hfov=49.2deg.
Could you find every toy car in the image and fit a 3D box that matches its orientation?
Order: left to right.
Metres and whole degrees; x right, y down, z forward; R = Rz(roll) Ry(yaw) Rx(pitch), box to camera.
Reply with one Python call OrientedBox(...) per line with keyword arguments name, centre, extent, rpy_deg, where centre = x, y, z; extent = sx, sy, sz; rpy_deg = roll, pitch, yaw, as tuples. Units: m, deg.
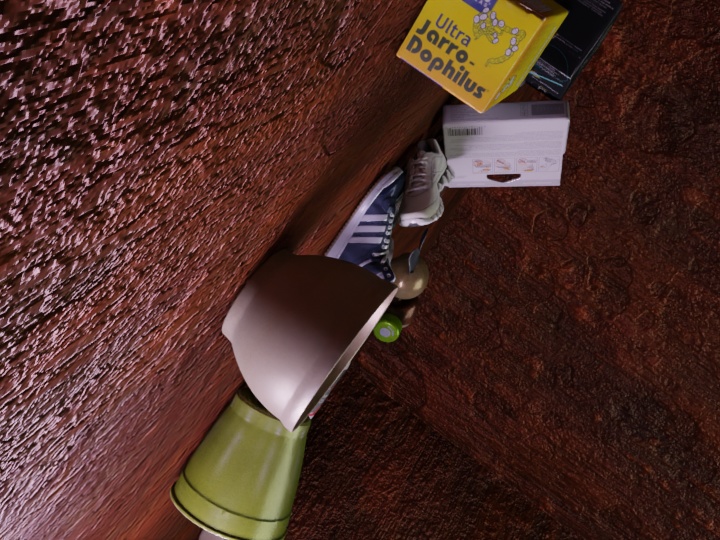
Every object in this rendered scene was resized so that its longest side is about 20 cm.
OrientedBox(name="toy car", centre=(0.069, 0.008, 1.544), extent=(0.200, 0.158, 0.164), rpy_deg=(-59, -179, 37))

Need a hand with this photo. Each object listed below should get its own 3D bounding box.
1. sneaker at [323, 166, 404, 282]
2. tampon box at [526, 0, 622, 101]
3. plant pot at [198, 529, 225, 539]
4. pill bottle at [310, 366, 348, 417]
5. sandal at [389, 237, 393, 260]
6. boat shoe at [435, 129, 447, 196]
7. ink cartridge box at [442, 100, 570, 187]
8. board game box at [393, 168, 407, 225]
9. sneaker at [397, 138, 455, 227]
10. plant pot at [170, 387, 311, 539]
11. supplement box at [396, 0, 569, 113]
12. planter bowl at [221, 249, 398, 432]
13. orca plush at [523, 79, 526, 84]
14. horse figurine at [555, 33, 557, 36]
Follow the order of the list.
OrientedBox(name="sneaker", centre=(0.031, -0.048, 1.167), extent=(0.200, 0.108, 0.070), rpy_deg=(-55, 175, 4))
OrientedBox(name="tampon box", centre=(0.284, -0.361, 1.189), extent=(0.126, 0.150, 0.200), rpy_deg=(-54, 174, 6))
OrientedBox(name="plant pot", centre=(-0.387, 0.822, 2.458), extent=(0.177, 0.200, 0.200), rpy_deg=(-45, -179, 39))
OrientedBox(name="pill bottle", centre=(-0.089, 0.188, 1.552), extent=(0.200, 0.111, 0.111), rpy_deg=(-55, 174, 10))
OrientedBox(name="sandal", centre=(0.005, -0.001, 1.478), extent=(0.082, 0.050, 0.203), rpy_deg=(-10, -136, 44))
OrientedBox(name="boat shoe", centre=(0.153, -0.208, 1.415), extent=(0.200, 0.070, 0.070), rpy_deg=(-62, -178, -9))
OrientedBox(name="ink cartridge box", centre=(0.242, -0.209, 1.323), extent=(0.176, 0.200, 0.045), rpy_deg=(74, 18, -60))
OrientedBox(name="board game box", centre=(0.038, -0.088, 1.379), extent=(0.135, 0.028, 0.200), rpy_deg=(-51, 174, -28))
OrientedBox(name="sneaker", centre=(0.095, -0.137, 1.235), extent=(0.200, 0.075, 0.081), rpy_deg=(-68, 146, -51))
OrientedBox(name="plant pot", centre=(-0.173, 0.300, 1.263), extent=(0.200, 0.200, 0.193), rpy_deg=(-2, 116, -82))
OrientedBox(name="supplement box", centre=(0.137, -0.255, 0.839), extent=(0.110, 0.109, 0.200), rpy_deg=(-57, 173, 27))
OrientedBox(name="planter bowl", centre=(-0.069, 0.062, 0.886), extent=(0.200, 0.135, 0.200), rpy_deg=(-54, 174, -8))
OrientedBox(name="orca plush", centre=(0.199, -0.314, 1.189), extent=(0.200, 0.105, 0.071), rpy_deg=(-8, 102, -78))
OrientedBox(name="horse figurine", centre=(0.224, -0.368, 0.995), extent=(0.200, 0.050, 0.133), rpy_deg=(15, 91, -70))
